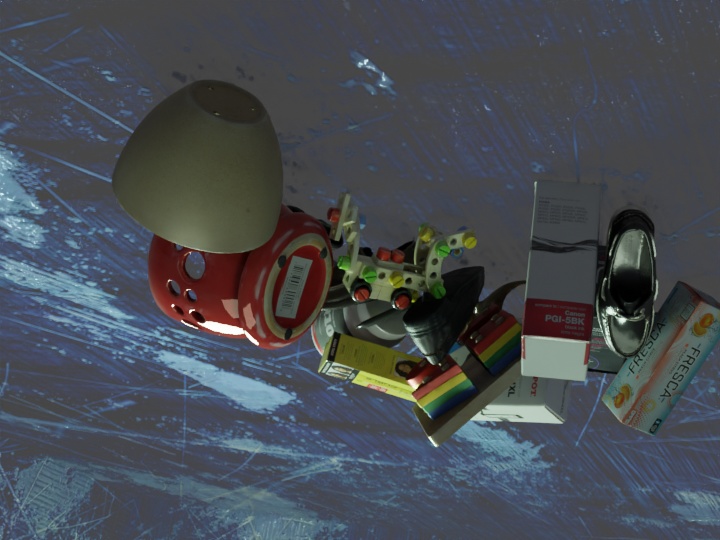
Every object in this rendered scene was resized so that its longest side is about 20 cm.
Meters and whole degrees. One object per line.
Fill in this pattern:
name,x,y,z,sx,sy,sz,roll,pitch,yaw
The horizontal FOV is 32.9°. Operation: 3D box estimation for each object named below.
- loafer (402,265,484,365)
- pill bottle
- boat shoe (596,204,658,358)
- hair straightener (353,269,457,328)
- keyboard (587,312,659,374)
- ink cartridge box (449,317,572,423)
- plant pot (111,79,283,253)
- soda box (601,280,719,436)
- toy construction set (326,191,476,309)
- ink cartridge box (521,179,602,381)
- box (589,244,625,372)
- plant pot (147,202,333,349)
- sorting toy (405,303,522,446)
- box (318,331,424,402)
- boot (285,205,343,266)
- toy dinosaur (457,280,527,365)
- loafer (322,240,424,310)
loafer,0.121,0.056,1.666,0.072,0.200,0.073,-8,111,36
pill bottle,0.010,0.073,1.859,0.113,0.115,0.200,19,157,-18
boat shoe,0.327,0.024,1.479,0.073,0.060,0.203,4,116,6
hair straightener,0.085,0.053,1.747,0.197,0.078,0.041,-15,175,-15
keyboard,0.356,0.095,1.748,0.197,0.105,0.040,4,148,25
ink cartridge box,0.224,0.154,1.897,0.198,0.148,0.084,-4,154,33
plant pot,-0.170,-0.134,1.382,0.198,0.201,0.136,16,122,-11
soda box,0.414,0.119,1.649,0.068,0.201,0.064,23,-163,-26
toy construction set,0.043,-0.023,1.600,0.198,0.132,0.092,18,-157,-13
ink cartridge box,0.241,0.013,1.464,0.082,0.203,0.147,5,158,10
box,0.307,0.050,1.646,0.120,0.107,0.200,7,158,9
plant pot,-0.144,-0.004,1.579,0.181,0.202,0.201,20,165,30
sorting toy,0.145,0.130,1.661,0.070,0.198,0.200,50,180,-6
box,0.042,0.149,1.797,0.197,0.051,0.075,18,158,-7
boot,-0.066,-0.021,1.742,0.199,0.069,0.130,25,149,-34
toy dinosaur,0.185,0.057,1.794,0.105,0.061,0.201,23,126,-2
loafer,0.000,0.000,1.710,0.197,0.072,0.073,-14,-161,2
